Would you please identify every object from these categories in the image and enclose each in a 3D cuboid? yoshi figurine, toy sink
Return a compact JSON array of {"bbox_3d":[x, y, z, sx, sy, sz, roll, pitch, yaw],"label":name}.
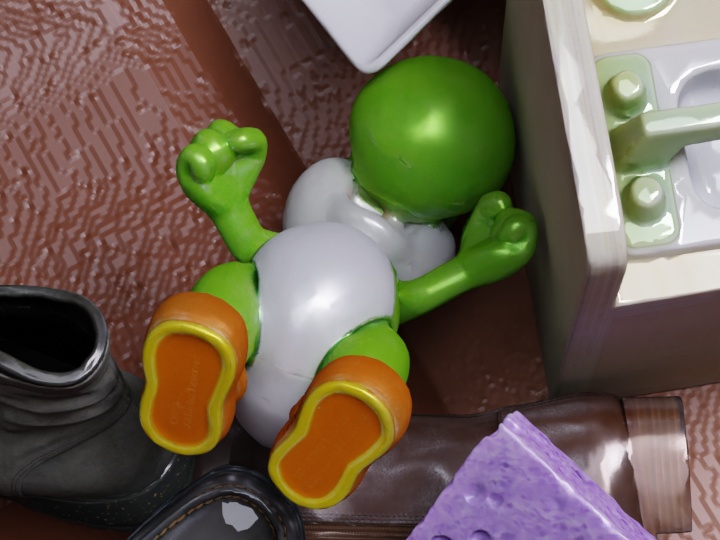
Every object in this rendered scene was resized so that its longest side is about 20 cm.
[{"bbox_3d":[0.000,-0.014,0.823,0.112,0.200,0.113,-17,112,26],"label":"yoshi figurine"},{"bbox_3d":[0.115,-0.044,0.823,0.112,0.200,0.131,-9,73,-1],"label":"toy sink"}]

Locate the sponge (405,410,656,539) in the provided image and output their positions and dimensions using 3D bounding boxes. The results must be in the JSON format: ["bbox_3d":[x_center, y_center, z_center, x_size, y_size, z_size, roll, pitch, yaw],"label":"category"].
[{"bbox_3d":[0.033,0.158,0.804,0.111,0.030,0.200,40,109,10],"label":"sponge"}]

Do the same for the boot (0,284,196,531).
[{"bbox_3d":[-0.162,0.038,0.825,0.199,0.131,0.068,-1,62,17],"label":"boot"}]

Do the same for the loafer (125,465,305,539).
[{"bbox_3d":[-0.087,0.156,0.810,0.073,0.072,0.200,33,94,6],"label":"loafer"}]

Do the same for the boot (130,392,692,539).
[{"bbox_3d":[0.019,0.133,0.850,0.199,0.064,0.187,-2,75,4],"label":"boot"}]

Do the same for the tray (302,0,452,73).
[{"bbox_3d":[0.002,-0.158,0.902,0.107,0.022,0.200,-42,46,6],"label":"tray"}]
